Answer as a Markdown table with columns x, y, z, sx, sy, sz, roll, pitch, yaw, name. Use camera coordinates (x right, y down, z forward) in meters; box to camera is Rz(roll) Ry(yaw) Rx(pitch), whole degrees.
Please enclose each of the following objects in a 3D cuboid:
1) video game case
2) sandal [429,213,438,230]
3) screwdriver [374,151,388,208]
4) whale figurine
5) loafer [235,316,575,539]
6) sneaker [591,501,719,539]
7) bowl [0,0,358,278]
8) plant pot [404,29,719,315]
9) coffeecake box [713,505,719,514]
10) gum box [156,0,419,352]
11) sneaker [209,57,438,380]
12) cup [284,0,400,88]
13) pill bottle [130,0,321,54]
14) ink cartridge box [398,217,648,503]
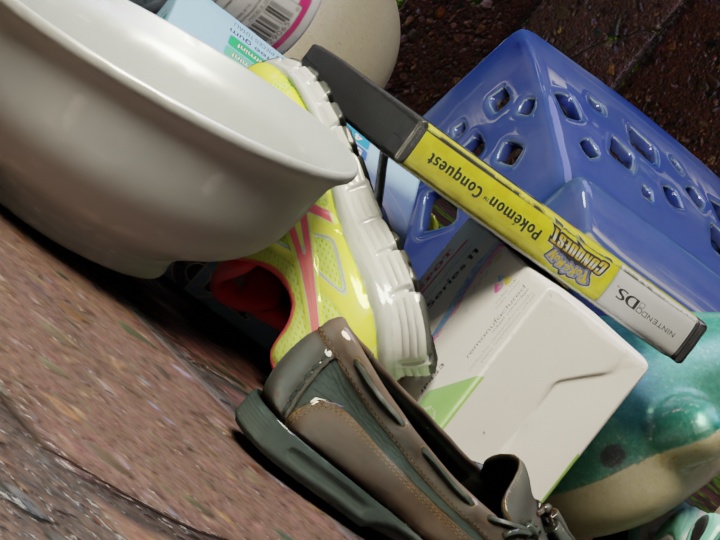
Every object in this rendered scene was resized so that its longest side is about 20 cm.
| x | y | z | sx | sy | sz | roll | pitch | yaw | name |
| --- | --- | --- | --- | --- | --- | --- | --- | --- | --- |
| 0.064 | -0.036 | 1.338 | 0.181 | 0.026 | 0.200 | 34 | 3 | -21 | video game case |
| -0.018 | -0.049 | 1.711 | 0.200 | 0.079 | 0.087 | 52 | -6 | -35 | sandal |
| 0.000 | 0.000 | 1.344 | 0.029 | 0.028 | 0.200 | 5 | 42 | -4 | screwdriver |
| 0.156 | 0.056 | 1.396 | 0.104 | 0.200 | 0.159 | 62 | -1 | -9 | whale figurine |
| 0.042 | 0.092 | 1.104 | 0.200 | 0.063 | 0.072 | 35 | 5 | -26 | loafer |
| 0.203 | 0.182 | 1.371 | 0.140 | 0.078 | 0.200 | 36 | 5 | -13 | sneaker |
| -0.108 | -0.059 | 1.207 | 0.201 | 0.090 | 0.201 | 29 | 11 | -6 | bowl |
| 0.113 | 0.012 | 1.613 | 0.200 | 0.200 | 0.180 | 35 | 22 | -30 | plant pot |
| 0.295 | 0.224 | 1.685 | 0.153 | 0.073 | 0.200 | 38 | 5 | -10 | coffeecake box |
| -0.055 | -0.047 | 1.410 | 0.170 | 0.045 | 0.200 | 37 | 28 | -13 | gum box |
| -0.035 | -0.022 | 1.287 | 0.078 | 0.090 | 0.200 | 73 | -6 | -51 | sneaker |
| -0.079 | -0.139 | 1.881 | 0.200 | 0.200 | 0.143 | 36 | 32 | -15 | cup |
| -0.116 | -0.196 | 1.506 | 0.113 | 0.113 | 0.200 | 41 | 8 | 39 | pill bottle |
| 0.056 | 0.048 | 1.319 | 0.067 | 0.117 | 0.200 | 37 | 3 | -16 | ink cartridge box |
